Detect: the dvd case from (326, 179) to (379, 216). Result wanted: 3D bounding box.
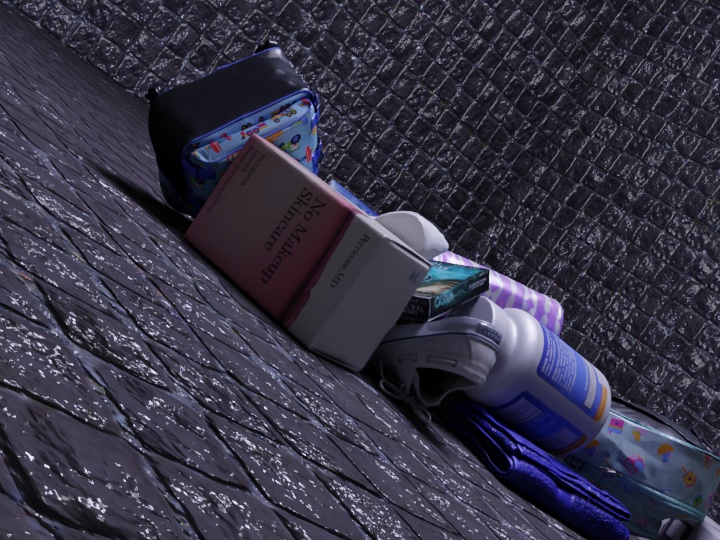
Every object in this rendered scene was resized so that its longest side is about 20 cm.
[{"bbox_3d":[0.000,0.000,1.382,0.142,0.017,0.202,37,40,-28],"label":"dvd case"}]

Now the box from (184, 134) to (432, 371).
[{"bbox_3d":[-0.053,-0.018,1.103,0.199,0.129,0.109,38,4,32],"label":"box"}]

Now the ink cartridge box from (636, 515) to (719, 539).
[{"bbox_3d":[0.448,0.374,1.420,0.144,0.085,0.200,37,3,-5],"label":"ink cartridge box"}]

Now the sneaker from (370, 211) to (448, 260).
[{"bbox_3d":[-0.002,-0.028,1.196,0.197,0.077,0.088,7,-2,30],"label":"sneaker"}]

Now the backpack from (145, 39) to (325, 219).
[{"bbox_3d":[-0.131,-0.117,1.235,0.135,0.181,0.202,51,-25,30],"label":"backpack"}]

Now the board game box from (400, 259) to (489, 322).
[{"bbox_3d":[0.021,0.011,1.212,0.197,0.029,0.135,9,18,31],"label":"board game box"}]

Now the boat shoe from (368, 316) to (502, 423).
[{"bbox_3d":[0.063,0.106,1.124,0.074,0.087,0.201,29,-24,-26],"label":"boat shoe"}]

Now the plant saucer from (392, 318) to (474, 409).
[{"bbox_3d":[0.077,0.077,1.316,0.198,0.032,0.201,25,29,-15],"label":"plant saucer"}]

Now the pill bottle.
[{"bbox_3d":[0.176,0.112,1.246,0.199,0.113,0.112,37,2,-31],"label":"pill bottle"}]

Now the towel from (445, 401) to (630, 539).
[{"bbox_3d":[0.194,0.214,1.217,0.199,0.050,0.148,36,3,-29],"label":"towel"}]

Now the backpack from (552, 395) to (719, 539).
[{"bbox_3d":[0.333,0.240,1.379,0.197,0.156,0.175,13,-12,34],"label":"backpack"}]

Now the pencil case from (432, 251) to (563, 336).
[{"bbox_3d":[0.139,0.041,1.317,0.197,0.087,0.084,21,-24,-15],"label":"pencil case"}]
